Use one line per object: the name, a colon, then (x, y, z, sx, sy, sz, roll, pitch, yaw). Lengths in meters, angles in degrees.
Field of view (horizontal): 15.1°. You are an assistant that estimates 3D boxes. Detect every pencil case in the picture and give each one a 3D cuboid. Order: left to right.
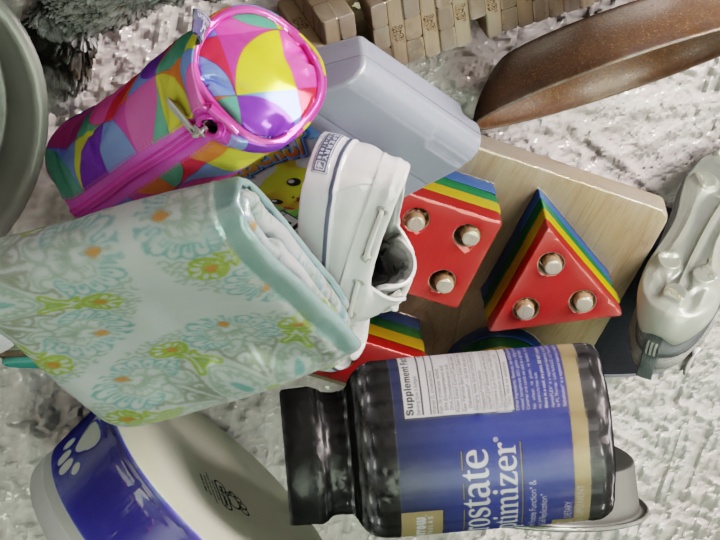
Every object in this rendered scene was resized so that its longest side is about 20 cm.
pencil case: (-0.099, -0.078, 1.485, 0.088, 0.088, 0.200, 2, 164, -29)

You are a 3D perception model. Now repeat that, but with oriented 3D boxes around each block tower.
block tower: (0.054, -0.168, 1.611, 0.200, 0.058, 0.054, -20, 137, -12)

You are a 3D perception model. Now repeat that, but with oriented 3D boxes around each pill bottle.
pill bottle: (0.052, 0.107, 1.687, 0.200, 0.112, 0.112, -5, 134, -2)

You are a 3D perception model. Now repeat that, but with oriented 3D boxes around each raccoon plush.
raccoon plush: (-0.123, -0.140, 1.482, 0.097, 0.134, 0.200, -14, 134, -19)

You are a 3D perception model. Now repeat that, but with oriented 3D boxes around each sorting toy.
sorting toy: (0.069, 0.021, 1.738, 0.199, 0.070, 0.200, 18, 120, -17)

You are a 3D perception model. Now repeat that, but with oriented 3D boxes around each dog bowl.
dog bowl: (-0.109, 0.168, 1.727, 0.079, 0.200, 0.200, -46, 135, 13)

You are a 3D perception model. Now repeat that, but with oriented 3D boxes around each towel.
towel: (-0.107, 0.021, 1.524, 0.171, 0.048, 0.200, -17, 149, 14)

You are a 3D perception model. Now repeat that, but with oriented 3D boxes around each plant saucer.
plant saucer: (0.157, -0.134, 1.650, 0.200, 0.037, 0.200, -19, 177, -1)

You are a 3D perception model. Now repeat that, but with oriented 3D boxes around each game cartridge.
game cartridge: (-0.046, -0.065, 1.616, 0.200, 0.040, 0.133, -27, 138, 30)

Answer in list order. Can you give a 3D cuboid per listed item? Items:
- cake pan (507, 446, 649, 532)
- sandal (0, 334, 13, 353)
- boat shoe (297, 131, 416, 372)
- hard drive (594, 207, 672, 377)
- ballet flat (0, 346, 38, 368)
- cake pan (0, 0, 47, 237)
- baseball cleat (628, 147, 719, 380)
cake pan: (0.097, 0.133, 1.827, 0.200, 0.200, 0.037, 3, 99, -30)
sandal: (-0.279, -0.020, 1.557, 0.207, 0.059, 0.079, 40, 90, -30)
boat shoe: (0.000, 0.000, 1.608, 0.065, 0.074, 0.200, 15, 148, 10)
hard drive: (0.151, 0.014, 1.840, 0.200, 0.042, 0.135, 7, 125, -33)
ballet flat: (-0.125, 0.032, 1.692, 0.200, 0.064, 0.067, 2, 173, -3)
cake pan: (-0.270, -0.080, 1.475, 0.200, 0.037, 0.200, -8, 110, -23)
baseball cleat: (0.221, -0.005, 1.794, 0.200, 0.070, 0.106, -47, 162, -43)
